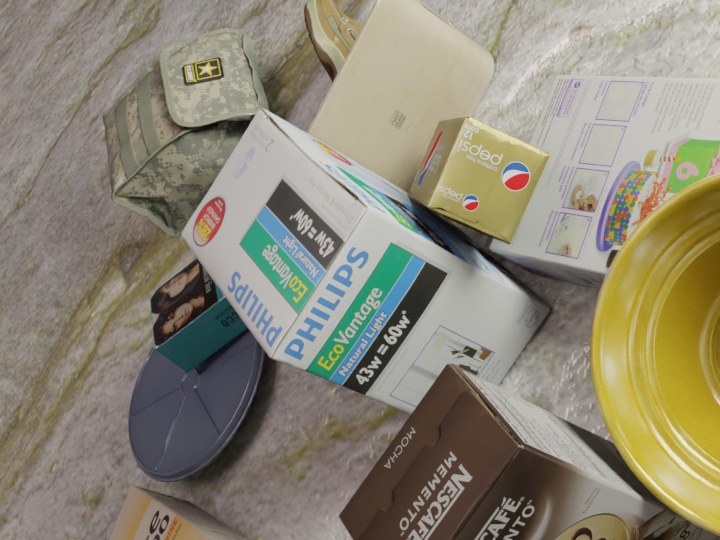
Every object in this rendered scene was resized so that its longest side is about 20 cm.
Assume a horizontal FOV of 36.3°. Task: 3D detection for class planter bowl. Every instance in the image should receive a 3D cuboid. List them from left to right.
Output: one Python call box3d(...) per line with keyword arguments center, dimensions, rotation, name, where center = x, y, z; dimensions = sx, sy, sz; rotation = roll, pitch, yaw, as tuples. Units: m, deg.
box3d(center=(0.235, 0.045, 0.610), dimensions=(0.198, 0.083, 0.203), rotation=(-1, 88, 27), name="planter bowl")

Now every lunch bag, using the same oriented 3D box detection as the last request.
box3d(center=(-0.189, -0.168, 1.237), dimensions=(0.199, 0.117, 0.165), rotation=(-38, 44, 21), name="lunch bag")

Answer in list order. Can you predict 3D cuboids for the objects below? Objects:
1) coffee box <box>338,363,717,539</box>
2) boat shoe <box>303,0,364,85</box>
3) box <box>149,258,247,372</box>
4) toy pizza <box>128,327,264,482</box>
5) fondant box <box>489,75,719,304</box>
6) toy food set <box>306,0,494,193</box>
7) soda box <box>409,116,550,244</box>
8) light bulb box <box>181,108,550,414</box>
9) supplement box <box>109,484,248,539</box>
box3d(center=(0.101, 0.148, 0.638), dimensions=(0.114, 0.199, 0.080), rotation=(-55, 38, 11), name="coffee box")
box3d(center=(0.003, -0.212, 1.083), dimensions=(0.076, 0.072, 0.201), rotation=(-33, 53, 14), name="boat shoe")
box3d(center=(-0.115, 0.006, 1.066), dimensions=(0.199, 0.049, 0.083), rotation=(-36, 40, 15), name="box")
box3d(center=(-0.160, 0.116, 1.101), dimensions=(0.199, 0.032, 0.202), rotation=(-27, 47, 33), name="toy pizza")
box3d(center=(0.197, -0.057, 0.761), dimensions=(0.199, 0.058, 0.146), rotation=(15, 81, 53), name="fondant box")
box3d(center=(0.016, -0.138, 0.950), dimensions=(0.060, 0.143, 0.202), rotation=(32, 94, 52), name="toy food set")
box3d(center=(0.082, -0.070, 0.815), dimensions=(0.200, 0.063, 0.068), rotation=(-93, 27, -83), name="soda box")
box3d(center=(0.000, 0.000, 0.844), dimensions=(0.125, 0.199, 0.198), rotation=(-56, 38, 9), name="light bulb box")
box3d(center=(-0.156, 0.283, 0.968), dimensions=(0.199, 0.073, 0.127), rotation=(12, 78, 52), name="supplement box")
